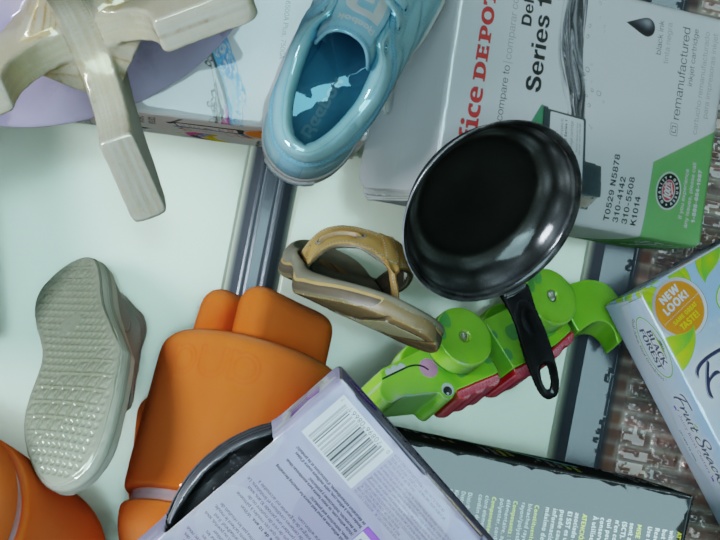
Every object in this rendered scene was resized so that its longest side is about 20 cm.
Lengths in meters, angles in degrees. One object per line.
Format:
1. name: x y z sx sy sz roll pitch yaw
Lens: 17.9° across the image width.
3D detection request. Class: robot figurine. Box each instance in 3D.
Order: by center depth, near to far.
1. robot figurine: -0.223 0.155 1.307 0.116 0.200 0.144 -7 61 23
2. robot figurine: -0.078 0.113 1.361 0.143 0.117 0.201 10 73 12

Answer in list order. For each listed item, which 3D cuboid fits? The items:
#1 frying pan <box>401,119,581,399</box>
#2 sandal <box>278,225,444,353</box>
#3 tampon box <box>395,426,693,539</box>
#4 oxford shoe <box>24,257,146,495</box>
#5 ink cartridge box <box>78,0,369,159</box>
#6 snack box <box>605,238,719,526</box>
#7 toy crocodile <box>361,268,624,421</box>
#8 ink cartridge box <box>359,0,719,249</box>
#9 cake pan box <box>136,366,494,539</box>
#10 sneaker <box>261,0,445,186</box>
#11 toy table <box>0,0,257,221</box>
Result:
1. frying pan: 0.094 -0.016 1.317 0.115 0.031 0.190 -45 130 3
2. sandal: 0.000 0.000 1.343 0.080 0.200 0.054 24 95 -17
3. tampon box: 0.079 0.172 1.371 0.199 0.150 0.127 12 88 -3
4. oxford shoe: -0.156 0.066 1.345 0.075 0.200 0.058 -30 121 12
5. ink cartridge box: -0.087 -0.153 1.365 0.199 0.147 0.145 7 88 -4
6. snack box: 0.261 0.075 1.420 0.142 0.053 0.200 -28 91 -25
7. toy crocodile: 0.079 0.051 1.387 0.200 0.068 0.062 -22 76 -39
8. ink cartridge box: 0.112 -0.098 1.379 0.199 0.084 0.147 8 88 -30
9. cake pan box: -0.020 0.180 1.261 0.184 0.052 0.200 -42 97 2
10. sneaker: 0.007 -0.140 1.258 0.074 0.082 0.201 21 86 -5
11. toy table: -0.149 -0.126 1.211 0.200 0.117 0.184 -31 114 8
